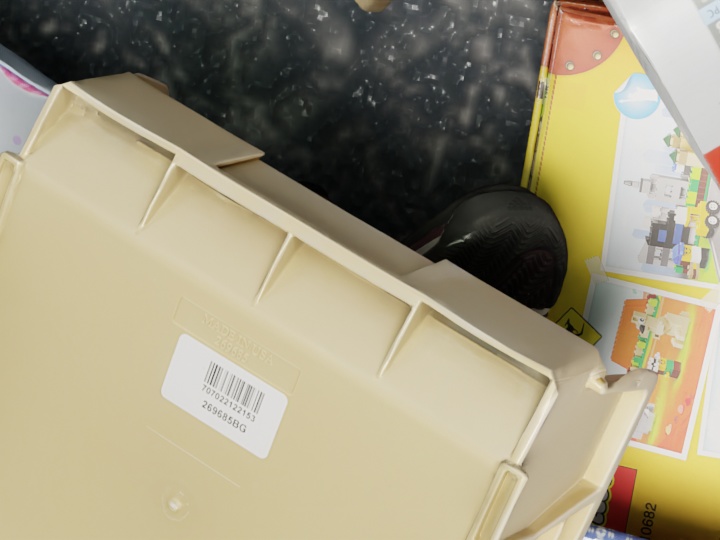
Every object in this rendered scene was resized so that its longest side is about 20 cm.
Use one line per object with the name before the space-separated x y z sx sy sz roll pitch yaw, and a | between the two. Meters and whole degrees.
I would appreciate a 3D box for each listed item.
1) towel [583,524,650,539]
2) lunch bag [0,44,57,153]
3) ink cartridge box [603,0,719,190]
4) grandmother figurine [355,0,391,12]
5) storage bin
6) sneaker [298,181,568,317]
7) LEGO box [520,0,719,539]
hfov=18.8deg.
towel | 0.115 0.122 0.796 0.200 0.145 0.024 14 75 4
lunch bag | -0.163 0.012 0.834 0.170 0.127 0.200 34 109 -26
ink cartridge box | 0.170 -0.095 0.715 0.160 0.047 0.200 -30 78 6
grandmother figurine | 0.073 -0.173 0.795 0.200 0.061 0.121 -24 123 16
storage bin | -0.037 0.064 0.703 0.200 0.094 0.199 31 113 20
sneaker | 0.000 0.000 0.806 0.200 0.076 0.116 -53 44 47
LEGO box | 0.132 0.007 0.805 0.149 0.077 0.200 12 105 12
